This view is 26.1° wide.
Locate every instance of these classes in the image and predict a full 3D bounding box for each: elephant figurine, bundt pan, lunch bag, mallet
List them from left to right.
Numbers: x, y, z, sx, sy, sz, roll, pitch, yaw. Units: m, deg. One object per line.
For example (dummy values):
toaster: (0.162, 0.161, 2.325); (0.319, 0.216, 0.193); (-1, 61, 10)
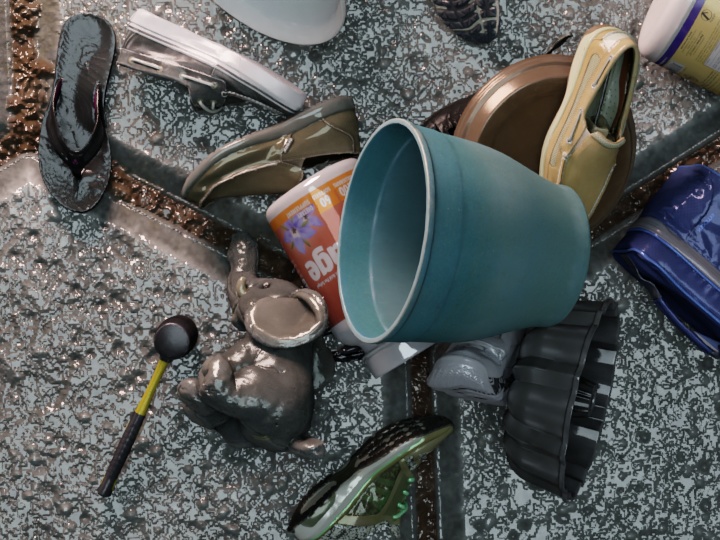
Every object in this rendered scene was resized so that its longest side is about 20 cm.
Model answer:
mallet: (-0.219, 0.136, 1.584); (0.041, 0.066, 0.202); (26, 104, 0)
elephant figurine: (-0.083, 0.068, 1.521); (0.155, 0.141, 0.201); (38, 63, -18)
bundt pan: (0.193, 0.120, 1.525); (0.075, 0.202, 0.205); (11, 89, 19)
lunch bag: (0.356, 0.006, 1.551); (0.200, 0.136, 0.133); (41, 89, -3)

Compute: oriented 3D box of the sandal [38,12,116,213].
sandal: (-0.288, -0.161, 1.571); (0.074, 0.048, 0.203); (3, 89, -2)

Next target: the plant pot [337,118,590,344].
plant pot: (0.101, -0.023, 1.425); (0.186, 0.200, 0.203); (8, 90, -22)

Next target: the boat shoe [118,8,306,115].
boat shoe: (-0.152, -0.194, 1.573); (0.198, 0.072, 0.072); (25, 95, 9)

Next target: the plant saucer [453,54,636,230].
plant saucer: (0.184, -0.110, 1.523); (0.197, 0.029, 0.203); (-6, 112, -15)

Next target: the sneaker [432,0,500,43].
sneaker: (0.111, -0.332, 1.573); (0.086, 0.077, 0.202); (-37, 114, -42)

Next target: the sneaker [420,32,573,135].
sneaker: (0.133, -0.163, 1.558); (0.199, 0.104, 0.060); (-34, 91, -2)

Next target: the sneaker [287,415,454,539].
sneaker: (0.023, 0.225, 1.579); (0.199, 0.077, 0.089); (-38, 104, 3)

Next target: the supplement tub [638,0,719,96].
supplement tub: (0.394, -0.239, 1.548); (0.198, 0.145, 0.147); (25, 89, -2)

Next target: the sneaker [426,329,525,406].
sneaker: (0.117, 0.067, 1.517); (0.074, 0.200, 0.116); (9, 83, 15)

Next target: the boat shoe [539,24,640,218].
boat shoe: (0.219, -0.127, 1.468); (0.071, 0.076, 0.202); (1, 111, -19)

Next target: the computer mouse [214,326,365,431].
computer mouse: (-0.069, 0.108, 1.586); (0.199, 0.034, 0.059); (-30, 90, -2)

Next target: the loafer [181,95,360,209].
loafer: (-0.086, -0.107, 1.565); (0.198, 0.075, 0.070); (-26, 87, -2)

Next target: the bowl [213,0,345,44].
bowl: (-0.082, -0.324, 1.525); (0.200, 0.201, 0.091); (33, 66, -1)

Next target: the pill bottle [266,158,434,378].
pill bottle: (0.000, 0.000, 1.543); (0.111, 0.112, 0.201); (-31, 87, -2)
